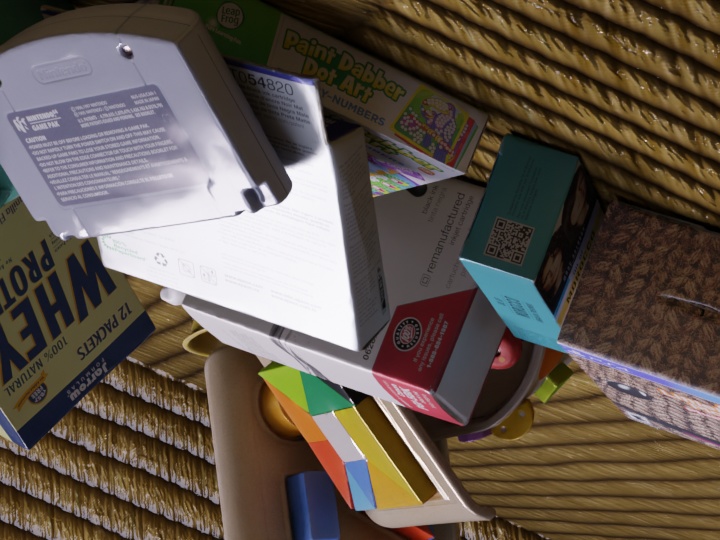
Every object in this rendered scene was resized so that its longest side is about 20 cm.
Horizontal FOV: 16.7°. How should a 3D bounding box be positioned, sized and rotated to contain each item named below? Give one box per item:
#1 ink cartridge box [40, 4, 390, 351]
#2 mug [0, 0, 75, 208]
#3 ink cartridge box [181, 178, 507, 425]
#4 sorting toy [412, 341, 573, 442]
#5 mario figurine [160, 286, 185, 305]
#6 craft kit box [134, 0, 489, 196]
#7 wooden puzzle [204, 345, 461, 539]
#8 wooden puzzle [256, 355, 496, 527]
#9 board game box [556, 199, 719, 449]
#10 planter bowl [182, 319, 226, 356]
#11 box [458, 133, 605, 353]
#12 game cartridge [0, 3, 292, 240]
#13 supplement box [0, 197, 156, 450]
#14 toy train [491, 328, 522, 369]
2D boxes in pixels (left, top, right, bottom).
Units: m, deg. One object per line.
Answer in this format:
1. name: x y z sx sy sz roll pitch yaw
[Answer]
1. ink cartridge box: -0.082 -0.062 1.436 0.199 0.041 0.200 18 137 28
2. mug: -0.245 -0.102 1.538 0.114 0.186 0.152 22 -179 -25
3. ink cartridge box: 0.000 0.000 1.655 0.199 0.147 0.083 17 169 25
4. sorting toy: 0.099 0.073 1.898 0.199 0.107 0.180 -13 180 28
5. mario figurine: -0.157 -0.041 1.895 0.106 0.124 0.200 9 172 -21
6. craft kit box: -0.047 -0.108 1.480 0.199 0.049 0.197 25 168 -14
7. wooden puzzle: -0.015 0.146 1.920 0.199 0.186 0.046 0 165 -29
8. wooden puzzle: -0.005 0.117 1.800 0.200 0.037 0.185 51 158 -8
9. board game box: 0.233 0.050 1.541 0.159 0.097 0.200 18 170 23
10. planter bowl: -0.044 0.009 1.914 0.200 0.084 0.200 -7 169 -1
11. box: 0.114 -0.012 1.521 0.049 0.083 0.200 18 170 17
12. game cartridge: -0.140 -0.086 1.402 0.200 0.041 0.133 -6 125 44
13. supplement box: -0.290 -0.008 1.776 0.199 0.134 0.200 21 148 46
14. toy train: 0.083 0.004 1.726 0.200 0.085 0.116 -30 105 29
